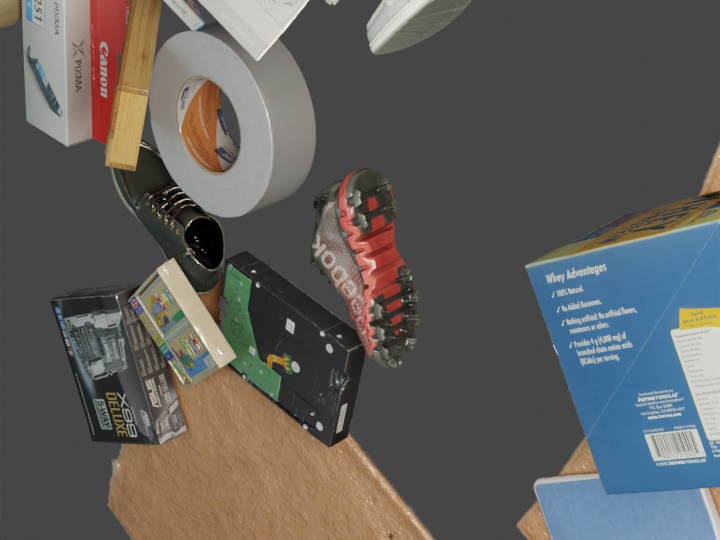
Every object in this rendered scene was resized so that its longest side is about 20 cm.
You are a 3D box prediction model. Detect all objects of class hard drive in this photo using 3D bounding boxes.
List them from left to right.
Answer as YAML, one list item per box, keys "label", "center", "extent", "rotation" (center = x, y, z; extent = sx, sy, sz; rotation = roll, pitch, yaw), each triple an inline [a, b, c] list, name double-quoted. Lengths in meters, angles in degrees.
- label: "hard drive"
  center: [-0.081, 0.085, 1.574]
  extent: [0.199, 0.038, 0.141]
  rotation: [34, 129, 31]

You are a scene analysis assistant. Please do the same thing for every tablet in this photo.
- label: "tablet"
  center: [0.254, 0.247, 1.316]
  extent: [0.199, 0.014, 0.132]
  rotation: [-16, 96, 48]

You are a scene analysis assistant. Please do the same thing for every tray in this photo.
- label: "tray"
  center: [-0.242, -0.207, 1.514]
  extent: [0.201, 0.037, 0.099]
  rotation: [-95, 17, -50]

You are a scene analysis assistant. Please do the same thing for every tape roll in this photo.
- label: "tape roll"
  center: [-0.138, -0.161, 1.499]
  extent: [0.199, 0.066, 0.203]
  rotation: [21, 121, 39]

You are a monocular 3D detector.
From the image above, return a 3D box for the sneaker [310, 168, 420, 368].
- label: "sneaker"
  center: [0.000, 0.000, 1.425]
  extent: [0.097, 0.070, 0.203]
  rotation: [-3, 103, 46]

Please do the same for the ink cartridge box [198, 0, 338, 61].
- label: "ink cartridge box"
  center: [-0.091, -0.317, 1.327]
  extent: [0.174, 0.043, 0.200]
  rotation: [-47, 69, 11]

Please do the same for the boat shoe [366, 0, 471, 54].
- label: "boat shoe"
  center: [0.067, -0.267, 1.234]
  extent: [0.065, 0.074, 0.202]
  rotation: [58, 135, 17]

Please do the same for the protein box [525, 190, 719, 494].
- label: "protein box"
  center: [0.270, 0.052, 1.117]
  extent: [0.197, 0.134, 0.202]
  rotation: [-15, 97, 49]

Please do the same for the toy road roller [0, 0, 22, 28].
- label: "toy road roller"
  center: [-0.439, -0.389, 1.672]
  extent: [0.145, 0.123, 0.203]
  rotation: [-3, 106, 35]

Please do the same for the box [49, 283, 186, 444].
- label: "box"
  center: [-0.312, 0.122, 1.823]
  extent: [0.157, 0.049, 0.203]
  rotation: [-3, 105, 47]

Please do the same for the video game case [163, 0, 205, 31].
- label: "video game case"
  center: [-0.227, -0.343, 1.402]
  extent: [0.018, 0.200, 0.144]
  rotation: [-29, 55, 13]

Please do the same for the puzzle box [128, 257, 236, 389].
- label: "puzzle box"
  center: [-0.211, 0.065, 1.648]
  extent: [0.134, 0.025, 0.200]
  rotation: [57, 159, 1]

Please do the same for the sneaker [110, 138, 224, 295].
- label: "sneaker"
  center: [-0.208, -0.076, 1.583]
  extent: [0.201, 0.074, 0.106]
  rotation: [56, 159, 4]

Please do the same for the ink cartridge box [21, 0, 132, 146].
- label: "ink cartridge box"
  center: [-0.335, -0.244, 1.683]
  extent: [0.175, 0.044, 0.202]
  rotation: [29, 127, 36]
